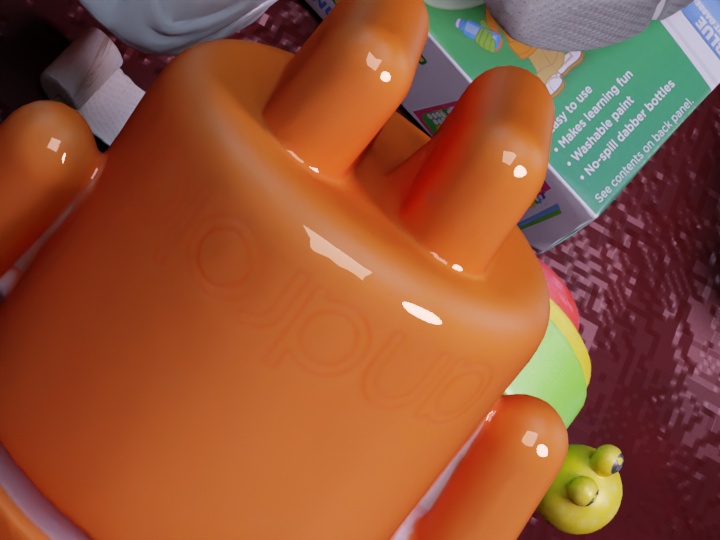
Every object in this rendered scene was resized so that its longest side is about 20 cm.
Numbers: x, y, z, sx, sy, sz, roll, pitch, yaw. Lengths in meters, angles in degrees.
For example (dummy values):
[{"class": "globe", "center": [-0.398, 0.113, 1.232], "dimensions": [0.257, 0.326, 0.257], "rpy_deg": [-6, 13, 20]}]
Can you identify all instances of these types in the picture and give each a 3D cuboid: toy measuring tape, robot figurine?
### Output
[{"class": "toy measuring tape", "center": [0.000, 0.000, 0.758], "dimensions": [0.200, 0.074, 0.074], "rpy_deg": [43, 64, -7]}, {"class": "robot figurine", "center": [-0.033, 0.024, 0.686], "dimensions": [0.144, 0.200, 0.117], "rpy_deg": [18, 27, -42]}]

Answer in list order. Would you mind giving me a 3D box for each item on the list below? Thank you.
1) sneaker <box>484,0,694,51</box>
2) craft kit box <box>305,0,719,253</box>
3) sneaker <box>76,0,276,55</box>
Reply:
[{"class": "sneaker", "center": [0.097, -0.129, 0.795], "dimensions": [0.200, 0.070, 0.080], "rpy_deg": [-35, 82, -33]}, {"class": "craft kit box", "center": [0.055, -0.143, 0.836], "dimensions": [0.198, 0.049, 0.200], "rpy_deg": [45, 64, -2]}, {"class": "sneaker", "center": [0.012, -0.123, 0.723], "dimensions": [0.200, 0.099, 0.078], "rpy_deg": [-40, 98, -41]}]
